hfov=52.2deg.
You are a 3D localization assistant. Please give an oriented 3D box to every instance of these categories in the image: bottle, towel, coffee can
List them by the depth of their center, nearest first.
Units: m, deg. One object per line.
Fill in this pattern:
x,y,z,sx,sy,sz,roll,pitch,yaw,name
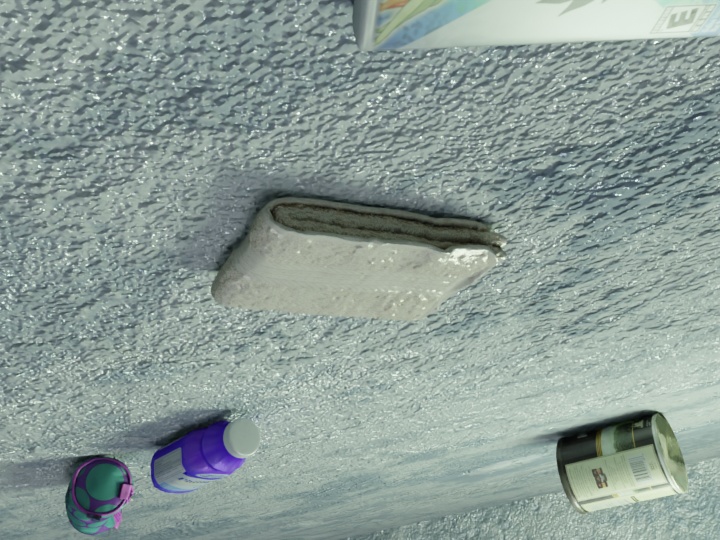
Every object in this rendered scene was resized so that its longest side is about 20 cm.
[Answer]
0.000,0.000,0.541,0.198,0.035,0.133,5,152,-28,towel
-0.204,0.245,0.974,0.083,0.066,0.199,13,148,-39,bottle
0.495,0.368,1.395,0.198,0.148,0.146,-24,152,30,coffee can

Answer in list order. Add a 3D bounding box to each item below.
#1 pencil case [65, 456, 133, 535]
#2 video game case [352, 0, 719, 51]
-0.391,0.341,1.096,0.092,0.086,0.200,27,148,-8,pencil case
0.094,-0.153,0.249,0.180,0.022,0.201,-5,156,-8,video game case
